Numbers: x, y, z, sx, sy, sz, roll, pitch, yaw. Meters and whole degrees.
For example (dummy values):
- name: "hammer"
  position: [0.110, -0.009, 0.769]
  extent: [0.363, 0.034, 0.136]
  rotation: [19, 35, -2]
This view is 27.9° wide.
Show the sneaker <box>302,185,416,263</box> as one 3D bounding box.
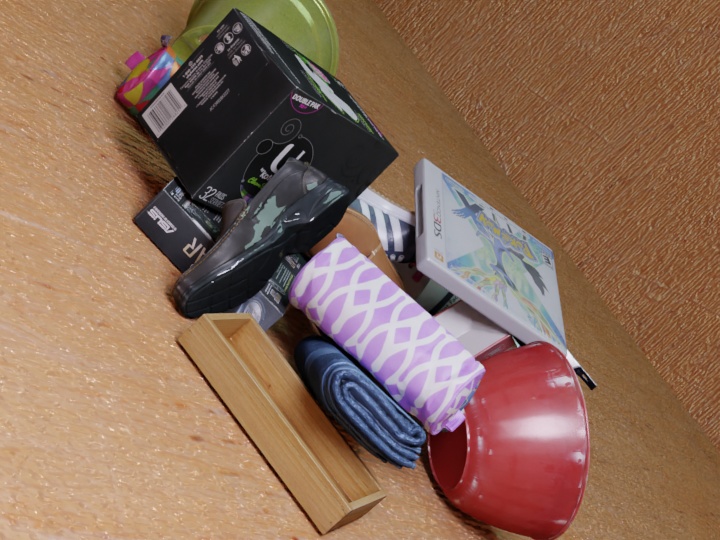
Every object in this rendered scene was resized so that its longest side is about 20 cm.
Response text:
- name: "sneaker"
  position: [0.005, -0.025, 1.549]
  extent: [0.199, 0.109, 0.070]
  rotation: [31, -17, -13]

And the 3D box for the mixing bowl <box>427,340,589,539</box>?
- name: "mixing bowl"
  position: [0.134, 0.172, 1.453]
  extent: [0.107, 0.202, 0.201]
  rotation: [1, 35, -21]

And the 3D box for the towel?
- name: "towel"
  position: [-0.007, 0.114, 1.287]
  extent: [0.112, 0.049, 0.200]
  rotation: [44, -3, -11]

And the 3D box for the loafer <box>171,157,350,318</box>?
- name: "loafer"
  position: [-0.099, -0.030, 1.293]
  extent: [0.072, 0.073, 0.200]
  rotation: [41, 53, 16]

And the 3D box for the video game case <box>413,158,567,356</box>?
- name: "video game case"
  position: [0.138, -0.012, 1.551]
  extent: [0.199, 0.022, 0.183]
  rotation: [34, 31, -23]

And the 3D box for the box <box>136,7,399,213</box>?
- name: "box"
  position: [-0.087, -0.131, 1.411]
  extent: [0.125, 0.149, 0.200]
  rotation: [53, 15, 31]

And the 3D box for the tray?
- name: "tray"
  position: [-0.064, 0.124, 1.211]
  extent: [0.201, 0.037, 0.099]
  rotation: [53, 14, 12]

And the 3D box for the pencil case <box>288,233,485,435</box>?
- name: "pencil case"
  position: [0.021, 0.059, 1.316]
  extent: [0.200, 0.084, 0.086]
  rotation: [43, -32, 15]

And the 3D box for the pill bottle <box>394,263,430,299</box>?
- name: "pill bottle"
  position: [-0.019, -0.040, 1.640]
  extent: [0.200, 0.113, 0.114]
  rotation: [45, 14, -14]

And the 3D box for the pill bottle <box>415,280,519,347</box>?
- name: "pill bottle"
  position: [0.111, 0.059, 1.774]
  extent: [0.200, 0.116, 0.116]
  rotation: [47, 13, -8]

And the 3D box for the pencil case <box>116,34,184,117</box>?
- name: "pencil case"
  position: [-0.170, -0.154, 1.552]
  extent: [0.200, 0.088, 0.089]
  rotation: [45, 14, -20]

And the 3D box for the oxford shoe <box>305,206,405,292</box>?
- name: "oxford shoe"
  position: [0.000, 0.000, 1.469]
  extent: [0.200, 0.071, 0.072]
  rotation: [46, 16, -44]

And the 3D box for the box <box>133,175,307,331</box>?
- name: "box"
  position: [-0.130, -0.028, 1.405]
  extent: [0.160, 0.043, 0.200]
  rotation: [47, 13, -9]

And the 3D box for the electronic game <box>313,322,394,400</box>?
- name: "electronic game"
  position: [0.002, 0.087, 1.504]
  extent: [0.201, 0.041, 0.200]
  rotation: [53, 8, -10]

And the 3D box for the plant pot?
- name: "plant pot"
  position: [-0.143, -0.244, 1.712]
  extent: [0.201, 0.200, 0.184]
  rotation: [46, 25, -7]

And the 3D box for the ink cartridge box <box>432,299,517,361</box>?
- name: "ink cartridge box"
  position: [0.116, 0.100, 1.610]
  extent: [0.068, 0.116, 0.200]
  rotation: [59, 3, 21]

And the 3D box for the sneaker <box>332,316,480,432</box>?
- name: "sneaker"
  position: [0.034, 0.061, 1.395]
  extent: [0.200, 0.077, 0.076]
  rotation: [42, 27, 2]

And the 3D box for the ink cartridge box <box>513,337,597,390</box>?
- name: "ink cartridge box"
  position: [0.188, 0.064, 1.626]
  extent: [0.201, 0.039, 0.099]
  rotation: [52, -1, 11]
